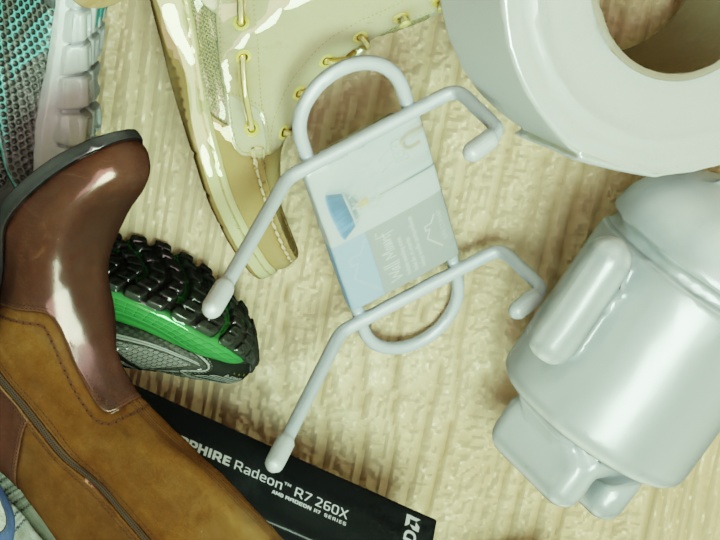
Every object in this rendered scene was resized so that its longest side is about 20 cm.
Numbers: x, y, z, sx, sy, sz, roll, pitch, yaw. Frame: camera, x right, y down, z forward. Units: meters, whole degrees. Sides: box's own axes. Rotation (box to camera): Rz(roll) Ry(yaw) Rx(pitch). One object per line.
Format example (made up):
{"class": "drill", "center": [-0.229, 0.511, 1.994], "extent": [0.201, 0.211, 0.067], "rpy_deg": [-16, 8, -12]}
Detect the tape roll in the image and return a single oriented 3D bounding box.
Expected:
{"class": "tape roll", "center": [0.140, -0.149, 1.178], "extent": [0.202, 0.071, 0.203], "rpy_deg": [-8, 108, -25]}

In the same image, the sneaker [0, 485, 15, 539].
{"class": "sneaker", "center": [-0.225, 0.059, 1.112], "extent": [0.200, 0.075, 0.088], "rpy_deg": [47, 132, -12]}

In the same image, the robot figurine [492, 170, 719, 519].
{"class": "robot figurine", "center": [0.153, 0.031, 1.244], "extent": [0.169, 0.113, 0.200], "rpy_deg": [20, 108, -52]}

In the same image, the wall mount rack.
{"class": "wall mount rack", "center": [0.000, 0.000, 1.197], "extent": [0.173, 0.075, 0.200], "rpy_deg": [-29, 134, -11]}

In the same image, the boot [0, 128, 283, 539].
{"class": "boot", "center": [-0.108, 0.059, 1.122], "extent": [0.200, 0.068, 0.188], "rpy_deg": [49, 114, 20]}

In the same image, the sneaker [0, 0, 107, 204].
{"class": "sneaker", "center": [-0.173, -0.115, 1.193], "extent": [0.091, 0.078, 0.201], "rpy_deg": [7, 102, 2]}

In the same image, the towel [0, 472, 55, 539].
{"class": "towel", "center": [-0.239, 0.117, 1.145], "extent": [0.193, 0.200, 0.035], "rpy_deg": [49, 130, -4]}

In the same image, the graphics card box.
{"class": "graphics card box", "center": [-0.075, 0.138, 1.261], "extent": [0.200, 0.051, 0.126], "rpy_deg": [25, 136, -11]}

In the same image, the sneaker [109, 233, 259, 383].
{"class": "sneaker", "center": [-0.149, 0.025, 1.243], "extent": [0.199, 0.078, 0.085], "rpy_deg": [13, 112, 0]}

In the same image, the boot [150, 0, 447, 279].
{"class": "boot", "center": [-0.017, -0.105, 1.211], "extent": [0.155, 0.073, 0.201], "rpy_deg": [-16, 105, -2]}

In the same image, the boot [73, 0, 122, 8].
{"class": "boot", "center": [-0.126, -0.236, 1.092], "extent": [0.071, 0.144, 0.202], "rpy_deg": [-11, 132, -41]}
